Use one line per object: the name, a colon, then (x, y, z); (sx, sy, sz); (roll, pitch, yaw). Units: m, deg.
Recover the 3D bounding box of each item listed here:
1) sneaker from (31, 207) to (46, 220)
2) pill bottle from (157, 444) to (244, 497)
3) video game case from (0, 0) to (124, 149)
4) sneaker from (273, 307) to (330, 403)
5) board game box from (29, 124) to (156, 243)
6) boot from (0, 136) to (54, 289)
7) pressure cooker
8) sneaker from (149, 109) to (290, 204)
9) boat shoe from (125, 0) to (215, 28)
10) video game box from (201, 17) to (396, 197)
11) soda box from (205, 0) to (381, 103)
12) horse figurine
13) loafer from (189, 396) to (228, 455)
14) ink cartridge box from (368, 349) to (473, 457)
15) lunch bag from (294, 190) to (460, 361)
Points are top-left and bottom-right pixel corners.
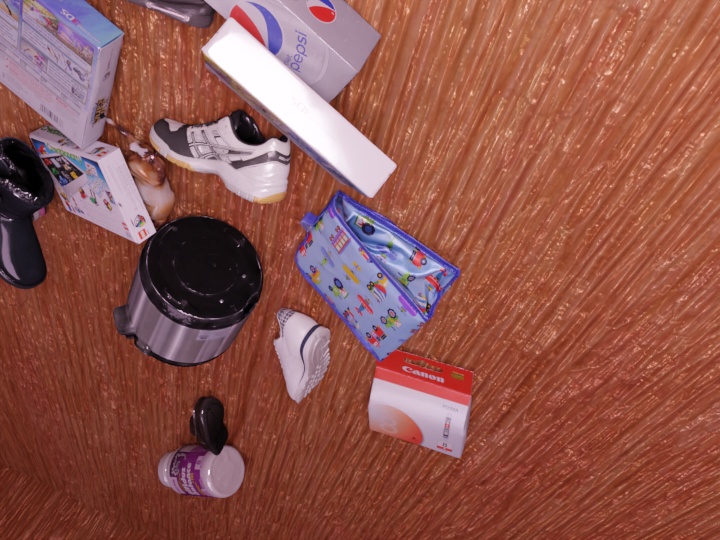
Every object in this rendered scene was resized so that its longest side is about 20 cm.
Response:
sneaker: (-0.596, -0.128, 1.153); (0.199, 0.087, 0.080); (31, 141, -4)
pill bottle: (-0.364, 0.450, 1.671); (0.199, 0.113, 0.113); (-11, 129, 39)
video game case: (-0.377, -0.268, 0.867); (0.200, 0.046, 0.181); (40, 143, -2)
sneaker: (-0.099, 0.135, 1.183); (0.080, 0.076, 0.201); (30, 140, 15)
board game box: (-0.364, -0.119, 1.002); (0.199, 0.035, 0.127); (21, 138, 39)
boot: (-0.491, -0.076, 1.068); (0.167, 0.076, 0.202); (-14, 104, 44)
pressure cooker: (-0.245, 0.041, 1.061); (0.175, 0.180, 0.200); (29, 143, -7)
sneaker: (-0.162, -0.155, 0.884); (0.199, 0.076, 0.088); (25, 114, 19)
boat shoe: (-0.239, -0.295, 0.754); (0.198, 0.067, 0.057); (18, 138, 7)
video game box: (-0.067, -0.159, 0.743); (0.200, 0.047, 0.182); (39, -176, -16)
soda box: (-0.080, -0.254, 0.702); (0.199, 0.069, 0.063); (39, 142, -16)
horse figurine: (-0.294, -0.119, 0.994); (0.132, 0.050, 0.201); (31, 146, 18)
loafer: (-0.322, 0.319, 1.522); (0.071, 0.073, 0.201); (17, 142, 10)
ink cartridge box: (0.092, 0.207, 1.158); (0.161, 0.050, 0.201); (15, 145, 16)
lunch bag: (0.000, 0.000, 0.950); (0.200, 0.094, 0.151); (40, 145, -1)
